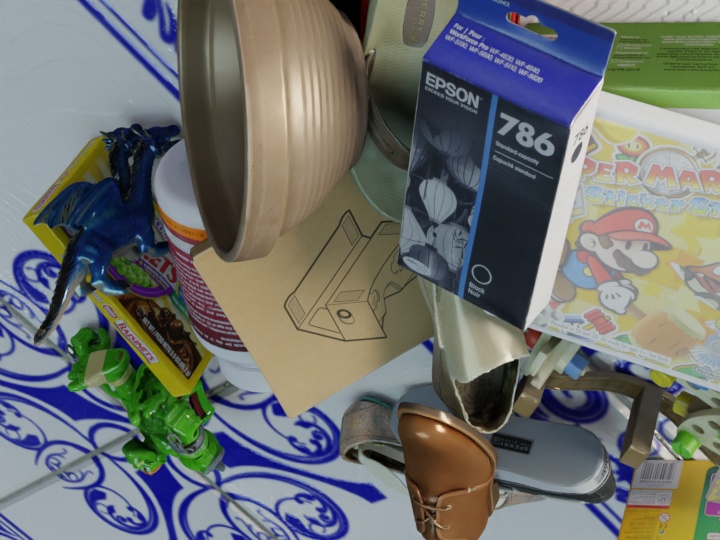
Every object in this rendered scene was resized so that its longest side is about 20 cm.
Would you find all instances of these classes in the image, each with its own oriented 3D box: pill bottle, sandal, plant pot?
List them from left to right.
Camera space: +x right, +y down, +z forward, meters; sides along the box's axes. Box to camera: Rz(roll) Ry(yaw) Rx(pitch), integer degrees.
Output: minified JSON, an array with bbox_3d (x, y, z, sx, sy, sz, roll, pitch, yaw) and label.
[{"bbox_3d":[-0.086,-0.004,0.925,0.112,0.113,0.201,10,135,19],"label":"pill bottle"},{"bbox_3d":[-0.053,-0.111,0.751,0.092,0.202,0.202,-7,140,-17],"label":"plant pot"},{"bbox_3d":[0.029,-0.106,0.748,0.079,0.058,0.202,0,134,-2],"label":"sandal"}]

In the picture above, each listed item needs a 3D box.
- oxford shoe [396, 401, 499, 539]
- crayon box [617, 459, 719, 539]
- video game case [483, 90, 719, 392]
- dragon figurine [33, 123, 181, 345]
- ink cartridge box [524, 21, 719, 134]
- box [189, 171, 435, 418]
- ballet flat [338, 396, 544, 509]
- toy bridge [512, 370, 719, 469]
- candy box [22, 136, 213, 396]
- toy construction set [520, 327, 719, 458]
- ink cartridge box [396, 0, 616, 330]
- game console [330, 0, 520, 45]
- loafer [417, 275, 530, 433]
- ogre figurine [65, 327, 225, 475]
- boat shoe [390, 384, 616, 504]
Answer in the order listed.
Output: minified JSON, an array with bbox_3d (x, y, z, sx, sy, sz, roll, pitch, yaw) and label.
[{"bbox_3d":[0.065,0.167,0.915,0.071,0.072,0.201,12,149,26],"label":"oxford shoe"},{"bbox_3d":[0.303,0.210,0.924,0.198,0.119,0.059,-4,129,31],"label":"crayon box"},{"bbox_3d":[0.183,-0.012,0.724,0.198,0.023,0.183,19,134,12],"label":"video game case"},{"bbox_3d":[-0.202,-0.034,0.898,0.058,0.200,0.100,1,126,45],"label":"dragon figurine"},{"bbox_3d":[0.174,-0.051,0.765,0.146,0.076,0.201,5,132,23],"label":"ink cartridge box"},{"bbox_3d":[0.000,0.000,0.861,0.199,0.021,0.164,-30,123,-3],"label":"box"},{"bbox_3d":[0.071,0.179,1.055,0.198,0.068,0.068,18,138,11],"label":"ballet flat"},{"bbox_3d":[0.217,0.118,0.917,0.198,0.068,0.027,24,138,3],"label":"toy bridge"},{"bbox_3d":[-0.183,-0.002,0.987,0.026,0.103,0.201,-14,124,36],"label":"candy box"},{"bbox_3d":[0.216,0.068,0.860,0.198,0.093,0.131,24,155,7],"label":"toy construction set"},{"bbox_3d":[0.078,-0.064,0.694,0.099,0.039,0.201,28,136,23],"label":"ink cartridge box"},{"bbox_3d":[0.018,-0.202,0.744,0.175,0.031,0.201,19,137,16],"label":"game console"},{"bbox_3d":[0.088,0.038,0.855,0.075,0.068,0.201,-22,133,-13],"label":"loafer"},{"bbox_3d":[-0.192,0.130,1.121,0.198,0.099,0.120,5,144,35],"label":"ogre figurine"},{"bbox_3d":[0.119,0.149,0.999,0.197,0.074,0.068,6,150,30],"label":"boat shoe"}]
